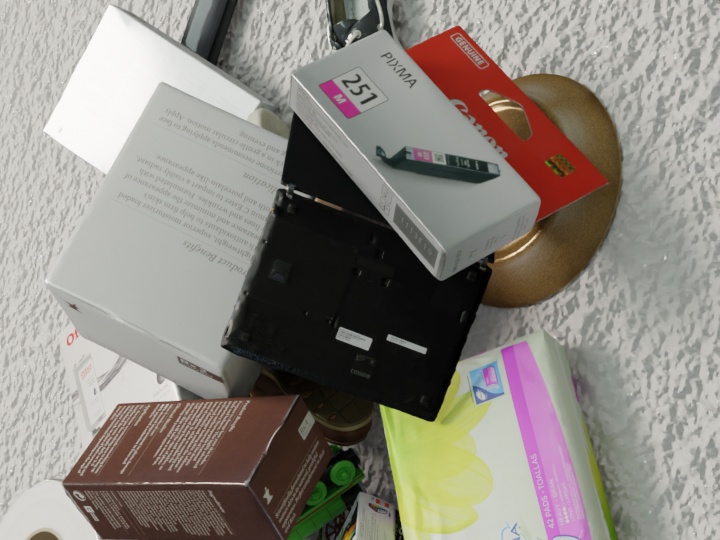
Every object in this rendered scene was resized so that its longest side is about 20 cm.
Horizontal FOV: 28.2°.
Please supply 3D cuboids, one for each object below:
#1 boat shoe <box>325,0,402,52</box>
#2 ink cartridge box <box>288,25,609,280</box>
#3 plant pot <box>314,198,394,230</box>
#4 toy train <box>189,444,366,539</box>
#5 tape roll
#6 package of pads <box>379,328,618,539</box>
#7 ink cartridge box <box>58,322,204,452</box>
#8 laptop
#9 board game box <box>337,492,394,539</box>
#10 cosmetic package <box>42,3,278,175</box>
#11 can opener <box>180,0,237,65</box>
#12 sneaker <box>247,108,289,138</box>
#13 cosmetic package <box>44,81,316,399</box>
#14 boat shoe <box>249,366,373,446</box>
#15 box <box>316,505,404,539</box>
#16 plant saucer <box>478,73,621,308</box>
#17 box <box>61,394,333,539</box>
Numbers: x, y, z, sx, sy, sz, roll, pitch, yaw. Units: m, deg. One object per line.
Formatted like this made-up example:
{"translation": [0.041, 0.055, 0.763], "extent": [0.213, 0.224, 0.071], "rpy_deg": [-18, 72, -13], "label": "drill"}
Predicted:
{"translation": [-0.002, -0.220, 1.326], "extent": [0.075, 0.060, 0.201], "rpy_deg": [-25, 62, 37], "label": "boat shoe"}
{"translation": [0.070, -0.108, 1.095], "extent": [0.200, 0.173, 0.044], "rpy_deg": [50, 155, 24], "label": "ink cartridge box"}
{"translation": [0.000, 0.000, 1.209], "extent": [0.092, 0.201, 0.202], "rpy_deg": [23, 96, 7], "label": "plant pot"}
{"translation": [-0.078, 0.215, 1.169], "extent": [0.200, 0.057, 0.042], "rpy_deg": [-33, 29, -9], "label": "toy train"}
{"translation": [-0.298, 0.316, 1.456], "extent": [0.202, 0.071, 0.203], "rpy_deg": [-14, 69, 42], "label": "tape roll"}
{"translation": [0.101, 0.164, 1.088], "extent": [0.154, 0.068, 0.201], "rpy_deg": [-22, 61, 19], "label": "package of pads"}
{"translation": [-0.201, 0.109, 1.362], "extent": [0.146, 0.083, 0.201], "rpy_deg": [-41, 53, 28], "label": "ink cartridge box"}
{"translation": [0.003, -0.012, 1.109], "extent": [0.103, 0.177, 0.201], "rpy_deg": [-145, 75, -79], "label": "laptop"}
{"translation": [-0.029, 0.284, 1.113], "extent": [0.126, 0.034, 0.201], "rpy_deg": [-79, 14, -81], "label": "board game box"}
{"translation": [-0.204, -0.153, 1.448], "extent": [0.200, 0.052, 0.151], "rpy_deg": [34, 99, 16], "label": "cosmetic package"}
{"translation": [-0.156, -0.214, 1.493], "extent": [0.067, 0.053, 0.201], "rpy_deg": [20, 93, 14], "label": "can opener"}
{"translation": [-0.107, -0.050, 1.367], "extent": [0.111, 0.077, 0.201], "rpy_deg": [-24, 69, 27], "label": "sneaker"}
{"translation": [-0.135, -0.015, 1.210], "extent": [0.164, 0.165, 0.201], "rpy_deg": [26, 75, 8], "label": "cosmetic package"}
{"translation": [-0.052, 0.111, 1.283], "extent": [0.200, 0.072, 0.068], "rpy_deg": [30, 129, 49], "label": "boat shoe"}
{"translation": [0.005, 0.298, 1.189], "extent": [0.136, 0.038, 0.201], "rpy_deg": [15, 89, 45], "label": "box"}
{"translation": [0.122, -0.071, 1.181], "extent": [0.200, 0.035, 0.201], "rpy_deg": [-15, 68, 41], "label": "plant saucer"}
{"translation": [-0.133, 0.162, 1.169], "extent": [0.199, 0.075, 0.100], "rpy_deg": [-7, 36, 35], "label": "box"}
